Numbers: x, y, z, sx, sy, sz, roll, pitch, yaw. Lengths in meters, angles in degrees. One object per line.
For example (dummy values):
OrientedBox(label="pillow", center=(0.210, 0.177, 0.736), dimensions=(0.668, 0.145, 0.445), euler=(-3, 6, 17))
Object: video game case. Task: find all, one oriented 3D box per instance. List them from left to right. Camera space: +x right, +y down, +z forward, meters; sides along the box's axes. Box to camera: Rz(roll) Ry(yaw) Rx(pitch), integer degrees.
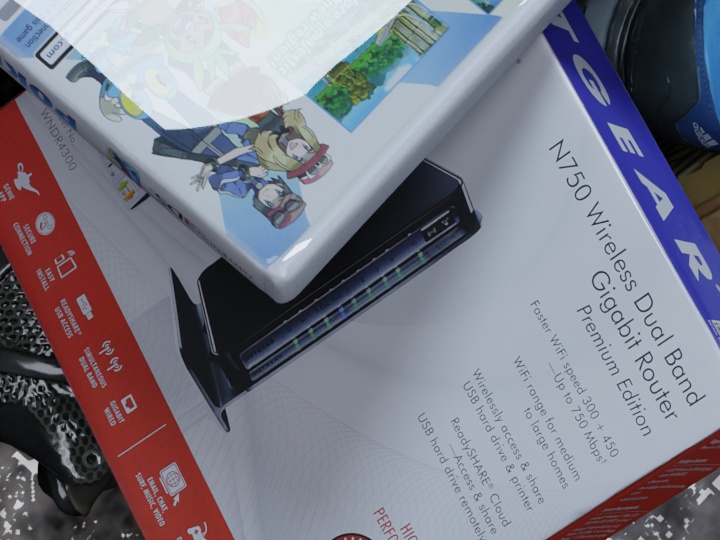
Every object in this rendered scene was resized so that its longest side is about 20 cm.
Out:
OrientedBox(label="video game case", center=(-0.022, -0.120, 0.804), dimensions=(0.182, 0.022, 0.200), euler=(40, 74, 12))

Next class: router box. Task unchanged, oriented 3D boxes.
OrientedBox(label="router box", center=(0.000, 0.000, 0.845), dimensions=(0.179, 0.049, 0.201), euler=(-35, 72, 21))

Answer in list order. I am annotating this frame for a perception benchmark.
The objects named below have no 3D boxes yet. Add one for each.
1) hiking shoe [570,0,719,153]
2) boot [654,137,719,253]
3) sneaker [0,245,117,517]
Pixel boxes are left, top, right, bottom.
OrientedBox(label="hiking shoe", center=(0.146, -0.112, 0.864), dimensions=(0.087, 0.074, 0.200), euler=(24, 78, 41))
OrientedBox(label="boot", center=(0.190, 0.013, 0.918), dimensions=(0.175, 0.066, 0.200), euler=(-27, 112, 31))
OrientedBox(label="sneaker", center=(-0.059, 0.010, 0.954), dimensions=(0.198, 0.076, 0.115), euler=(-15, 92, 1))
